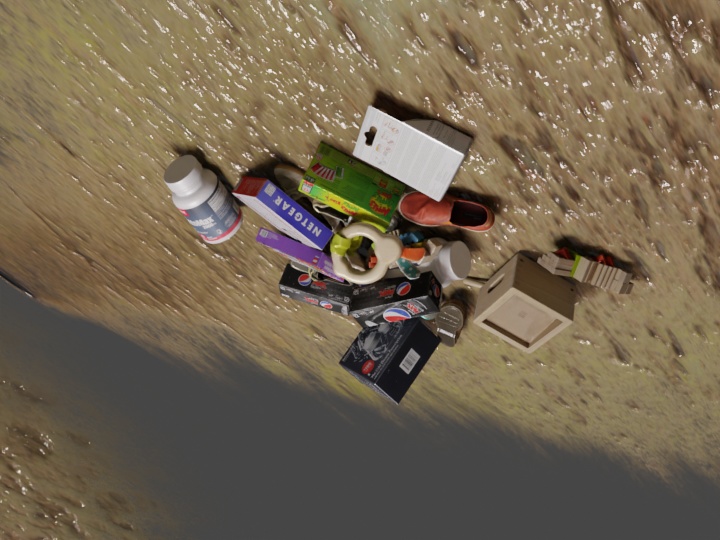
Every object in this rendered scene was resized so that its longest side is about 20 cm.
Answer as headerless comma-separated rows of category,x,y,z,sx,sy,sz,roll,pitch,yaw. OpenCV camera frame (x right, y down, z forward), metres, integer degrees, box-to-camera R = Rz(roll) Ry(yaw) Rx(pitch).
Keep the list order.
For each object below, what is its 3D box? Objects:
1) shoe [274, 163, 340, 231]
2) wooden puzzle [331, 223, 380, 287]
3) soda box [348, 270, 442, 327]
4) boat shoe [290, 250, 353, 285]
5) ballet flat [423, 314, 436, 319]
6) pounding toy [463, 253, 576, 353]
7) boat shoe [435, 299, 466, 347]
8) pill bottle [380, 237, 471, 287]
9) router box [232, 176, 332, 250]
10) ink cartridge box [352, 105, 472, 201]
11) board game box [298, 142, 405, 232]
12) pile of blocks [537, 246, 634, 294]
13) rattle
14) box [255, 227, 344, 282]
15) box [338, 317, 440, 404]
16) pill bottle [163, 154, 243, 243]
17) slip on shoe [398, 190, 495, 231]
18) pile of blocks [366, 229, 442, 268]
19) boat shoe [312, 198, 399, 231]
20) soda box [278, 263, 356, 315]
shoe,-0.118,-0.162,1.703,0.199,0.054,0.069,40,147,-26
wooden puzzle,0.000,0.000,1.773,0.046,0.186,0.200,-34,132,6
soda box,0.076,0.064,1.651,0.198,0.072,0.063,-14,136,29
boat shoe,-0.097,-0.006,1.932,0.199,0.061,0.072,10,148,23
ballet flat,0.106,0.056,1.897,0.198,0.067,0.064,23,123,12
pounding toy,0.340,0.063,1.684,0.182,0.143,0.200,29,140,-10
boat shoe,0.227,0.114,1.889,0.071,0.068,0.201,26,153,11
pill bottle,0.143,-0.013,1.696,0.198,0.112,0.111,-7,139,43
router box,-0.178,-0.131,1.729,0.199,0.049,0.179,39,171,-27
ink cartridge box,0.096,-0.233,1.451,0.198,0.057,0.163,32,151,4
board game box,-0.017,-0.170,1.568,0.198,0.103,0.048,26,152,-4
pile of blocks,0.461,-0.013,1.539,0.197,0.082,0.063,17,108,-6
rattle,0.046,-0.040,1.579,0.197,0.133,0.143,-4,177,13
box,-0.141,-0.038,1.847,0.198,0.040,0.137,22,175,31
box,0.073,0.211,1.967,0.104,0.201,0.181,43,166,-31
pill bottle,-0.375,-0.170,1.810,0.118,0.121,0.201,3,144,32
slip on shoe,0.172,-0.120,1.531,0.197,0.075,0.061,12,179,10
pile of blocks,0.077,-0.045,1.624,0.198,0.062,0.083,-12,91,43
boat shoe,-0.012,-0.125,1.668,0.197,0.069,0.075,22,148,-4
soda box,-0.111,0.050,2.004,0.197,0.072,0.064,17,152,10
